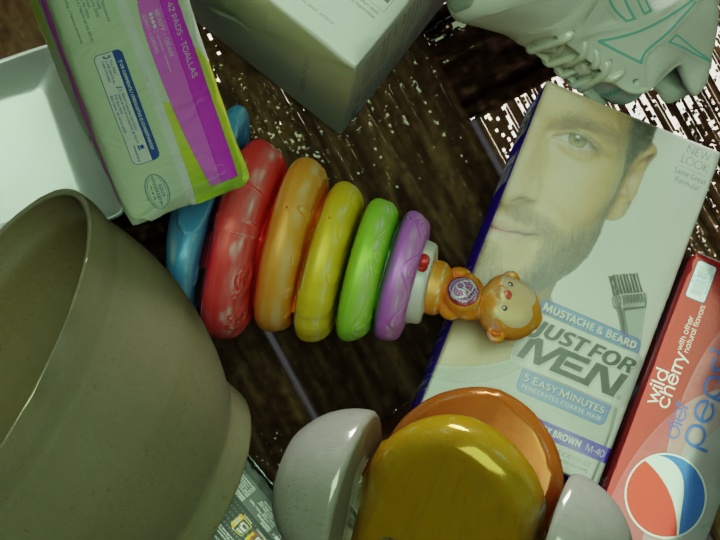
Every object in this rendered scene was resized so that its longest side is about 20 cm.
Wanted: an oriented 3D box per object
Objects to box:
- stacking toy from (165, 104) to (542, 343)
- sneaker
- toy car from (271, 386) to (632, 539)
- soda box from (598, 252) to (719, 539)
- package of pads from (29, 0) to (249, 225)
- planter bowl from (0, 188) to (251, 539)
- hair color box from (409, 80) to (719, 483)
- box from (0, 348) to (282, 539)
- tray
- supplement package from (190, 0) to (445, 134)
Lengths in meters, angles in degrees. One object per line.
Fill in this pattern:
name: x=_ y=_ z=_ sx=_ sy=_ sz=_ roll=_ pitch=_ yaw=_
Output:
stacking toy: x=0.000 y=0.000 z=0.988 sx=0.198 sy=0.110 sz=0.117 roll=15 pitch=56 yaw=5
sneaker: x=0.130 y=-0.133 z=1.030 sx=0.199 sy=0.070 sz=0.081 roll=-1 pitch=90 yaw=-37
toy car: x=0.043 y=0.154 z=0.952 sx=0.173 sy=0.150 sz=0.202 roll=17 pitch=110 yaw=11
soda box: x=0.170 y=0.096 z=1.033 sx=0.063 sy=0.070 sz=0.202 roll=23 pitch=80 yaw=-2
package of pads: x=-0.125 y=-0.128 z=0.937 sx=0.068 sy=0.200 sz=0.156 roll=-22 pitch=123 yaw=-8
planter bowl: x=-0.139 y=0.080 z=0.920 sx=0.134 sy=0.200 sz=0.201 roll=33 pitch=80 yaw=-27
hair color box: x=0.113 y=0.010 z=1.045 sx=0.108 sy=0.065 sz=0.202 roll=22 pitch=79 yaw=0
box: x=-0.130 y=0.141 z=1.016 sx=0.160 sy=0.044 sz=0.200 roll=-41 pitch=87 yaw=-8
tray: x=-0.240 y=-0.045 z=1.044 sx=0.198 sy=0.022 sz=0.108 roll=-21 pitch=83 yaw=-7
supplement package: x=-0.004 y=-0.211 z=1.020 sx=0.150 sy=0.152 sz=0.201 roll=38 pitch=81 yaw=2
